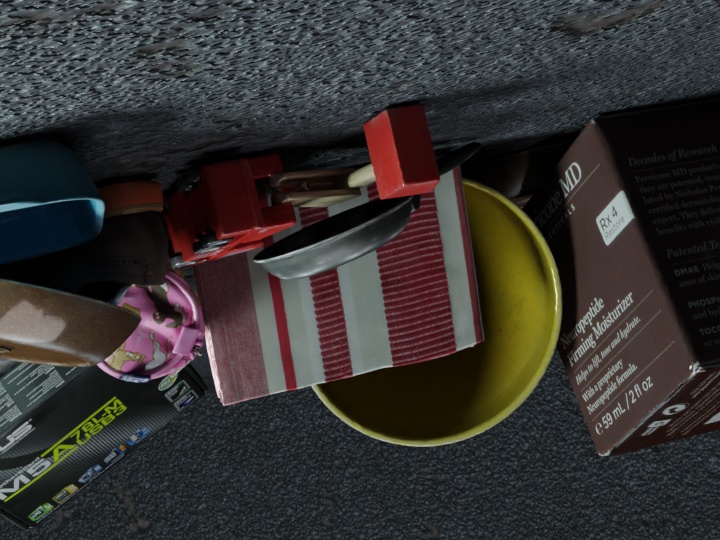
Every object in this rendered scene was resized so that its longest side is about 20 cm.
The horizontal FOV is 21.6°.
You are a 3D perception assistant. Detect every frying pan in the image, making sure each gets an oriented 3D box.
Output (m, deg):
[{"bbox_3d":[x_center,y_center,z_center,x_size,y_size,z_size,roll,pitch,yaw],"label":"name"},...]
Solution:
[{"bbox_3d":[0.002,-0.034,1.266,0.114,0.031,0.190,-18,-171,32],"label":"frying pan"}]

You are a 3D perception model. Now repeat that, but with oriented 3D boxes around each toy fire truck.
[{"bbox_3d":[-0.043,-0.049,1.192,0.140,0.049,0.200,-13,176,-19],"label":"toy fire truck"}]

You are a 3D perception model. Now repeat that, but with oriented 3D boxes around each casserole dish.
[{"bbox_3d":[-0.204,-0.034,1.043,0.120,0.039,0.200,-12,175,-10],"label":"casserole dish"}]

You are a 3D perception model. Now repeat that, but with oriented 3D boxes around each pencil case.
[{"bbox_3d":[-0.157,0.026,1.331,0.082,0.087,0.200,-17,-171,-7],"label":"pencil case"}]

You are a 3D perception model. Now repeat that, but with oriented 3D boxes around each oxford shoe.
[{"bbox_3d":[-0.198,0.001,1.210,0.071,0.073,0.199,-7,172,-46],"label":"oxford shoe"}]

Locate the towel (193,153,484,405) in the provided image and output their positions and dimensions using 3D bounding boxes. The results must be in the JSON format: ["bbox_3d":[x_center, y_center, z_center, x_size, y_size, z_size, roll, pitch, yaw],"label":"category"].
[{"bbox_3d":[-0.017,0.004,1.323,0.198,0.146,0.023,-12,-167,-13],"label":"towel"}]

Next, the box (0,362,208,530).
[{"bbox_3d":[-0.233,0.116,1.529,0.199,0.048,0.193,-38,160,-5],"label":"box"}]

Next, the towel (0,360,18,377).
[{"bbox_3d":[-0.255,0.067,1.494,0.200,0.024,0.147,-45,164,8],"label":"towel"}]

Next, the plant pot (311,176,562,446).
[{"bbox_3d":[0.039,0.015,1.425,0.198,0.202,0.142,-12,-166,-5],"label":"plant pot"}]

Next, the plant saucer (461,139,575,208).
[{"bbox_3d":[0.143,-0.069,1.506,0.198,0.032,0.200,-12,175,-1],"label":"plant saucer"}]

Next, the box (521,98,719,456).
[{"bbox_3d":[0.239,0.004,1.389,0.163,0.202,0.166,-10,157,-25],"label":"box"}]

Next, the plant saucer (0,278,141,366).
[{"bbox_3d":[-0.229,0.028,1.114,0.198,0.035,0.200,7,172,1],"label":"plant saucer"}]
